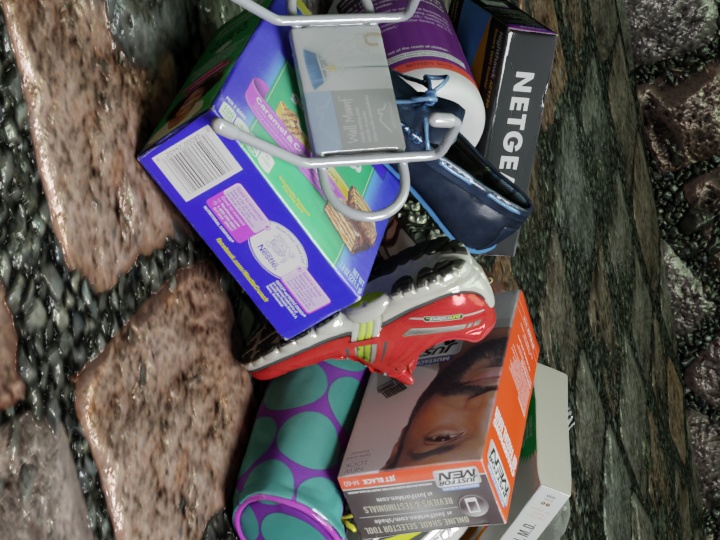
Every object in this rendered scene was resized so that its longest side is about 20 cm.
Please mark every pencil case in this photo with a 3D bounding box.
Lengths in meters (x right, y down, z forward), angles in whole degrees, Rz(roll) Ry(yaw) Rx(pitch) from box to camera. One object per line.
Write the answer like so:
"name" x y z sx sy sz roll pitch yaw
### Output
"pencil case" -0.035 0.126 1.248 0.093 0.085 0.201 53 33 -29

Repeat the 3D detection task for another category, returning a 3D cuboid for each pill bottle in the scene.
"pill bottle" 0.033 -0.181 1.462 0.113 0.111 0.201 63 9 -48

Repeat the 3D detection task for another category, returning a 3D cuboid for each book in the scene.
"book" 0.104 0.187 1.314 0.134 0.048 0.201 -85 -160 -52

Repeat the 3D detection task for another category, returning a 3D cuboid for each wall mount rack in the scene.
"wall mount rack" -0.029 -0.135 1.131 0.075 0.172 0.202 118 -36 -60

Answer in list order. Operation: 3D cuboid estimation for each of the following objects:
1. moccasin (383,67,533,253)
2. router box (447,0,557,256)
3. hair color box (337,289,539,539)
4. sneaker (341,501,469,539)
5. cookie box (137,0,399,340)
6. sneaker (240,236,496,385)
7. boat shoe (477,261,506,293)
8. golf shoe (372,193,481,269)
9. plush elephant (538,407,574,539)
"moccasin" 0.052 -0.103 1.239 0.200 0.068 0.081 44 35 -25
"router box" 0.108 -0.132 1.487 0.149 0.051 0.202 -127 -137 -64
"hair color box" 0.061 0.102 1.237 0.201 0.110 0.064 -72 146 -52
"sneaker" -0.001 0.211 1.272 0.200 0.074 0.085 -47 112 -20
"cookie box" -0.053 -0.082 1.197 0.172 0.075 0.201 52 29 -21
"sneaker" 0.005 0.050 1.201 0.085 0.198 0.077 59 28 -23
"boat shoe" 0.076 -0.004 1.525 0.071 0.070 0.200 53 2 -38
"golf shoe" 0.049 -0.023 1.448 0.200 0.076 0.089 -131 -130 -62
"plush elephant" 0.124 0.194 1.645 0.202 0.163 0.155 -67 -154 11
